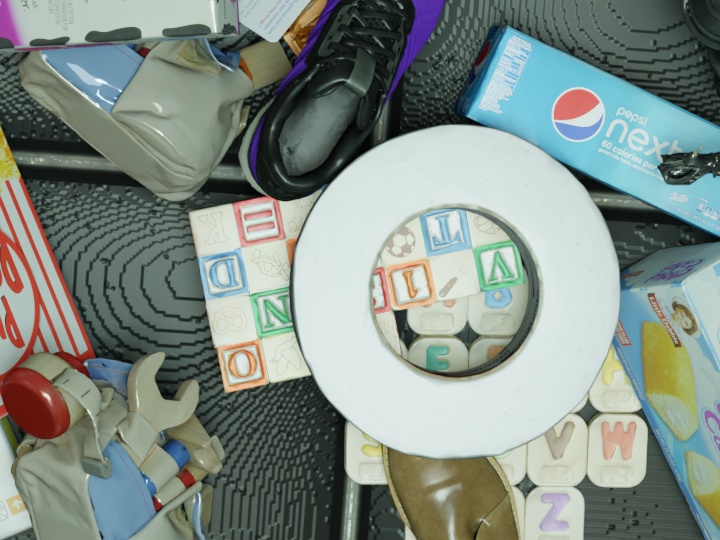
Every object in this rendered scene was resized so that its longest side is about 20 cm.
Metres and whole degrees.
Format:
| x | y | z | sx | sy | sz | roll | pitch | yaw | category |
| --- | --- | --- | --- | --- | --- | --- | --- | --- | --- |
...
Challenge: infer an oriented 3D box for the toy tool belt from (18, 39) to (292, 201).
| x | y | z | sx | sy | sz | roll | pitch | yaw | category |
| --- | --- | --- | --- | --- | --- | --- | --- | --- | --- |
| -0.146 | -0.147 | 1.532 | 0.200 | 0.125 | 0.123 | 39 | 67 | -8 | toy tool belt |

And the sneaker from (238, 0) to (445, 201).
| x | y | z | sx | sy | sz | roll | pitch | yaw | category |
| --- | --- | --- | --- | --- | --- | --- | --- | --- | --- |
| 0.000 | -0.125 | 1.482 | 0.069 | 0.100 | 0.201 | 29 | 93 | -9 | sneaker |

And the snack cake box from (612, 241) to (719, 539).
| x | y | z | sx | sy | sz | roll | pitch | yaw | category |
| --- | --- | --- | --- | --- | --- | --- | --- | --- | --- |
| 0.237 | 0.084 | 1.572 | 0.067 | 0.115 | 0.201 | -29 | 99 | -22 | snack cake box |

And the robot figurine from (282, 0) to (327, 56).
| x | y | z | sx | sy | sz | roll | pitch | yaw | category |
| --- | --- | --- | --- | --- | --- | --- | --- | --- | --- |
| 0.016 | -0.223 | 1.549 | 0.200 | 0.058 | 0.145 | -38 | 101 | 2 | robot figurine |

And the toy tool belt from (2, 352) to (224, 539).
| x | y | z | sx | sy | sz | roll | pitch | yaw | category |
| --- | --- | --- | --- | --- | --- | --- | --- | --- | --- |
| -0.147 | 0.110 | 1.530 | 0.124 | 0.123 | 0.201 | 13 | 131 | 33 | toy tool belt |

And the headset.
| x | y | z | sx | sy | sz | roll | pitch | yaw | category |
| --- | --- | --- | --- | --- | --- | --- | --- | --- | --- |
| 0.224 | -0.143 | 1.525 | 0.093 | 0.124 | 0.201 | -10 | 57 | 19 | headset |

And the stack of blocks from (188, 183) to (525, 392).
| x | y | z | sx | sy | sz | roll | pitch | yaw | category |
| --- | --- | --- | --- | --- | --- | --- | --- | --- | --- |
| 0.000 | 0.000 | 1.571 | 0.199 | 0.059 | 0.116 | -12 | 91 | -2 | stack of blocks |

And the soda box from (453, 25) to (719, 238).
| x | y | z | sx | sy | sz | roll | pitch | yaw | category |
| --- | --- | --- | --- | --- | --- | --- | --- | --- | --- |
| 0.162 | -0.085 | 1.574 | 0.199 | 0.068 | 0.064 | 25 | 93 | -7 | soda box |

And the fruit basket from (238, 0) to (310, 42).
| x | y | z | sx | sy | sz | roll | pitch | yaw | category |
| --- | --- | --- | --- | --- | --- | --- | --- | --- | --- |
| -0.078 | -0.247 | 1.491 | 0.199 | 0.094 | 0.186 | 34 | 69 | 8 | fruit basket |

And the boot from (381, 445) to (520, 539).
| x | y | z | sx | sy | sz | roll | pitch | yaw | category |
| --- | --- | --- | --- | --- | --- | --- | --- | --- | --- |
| 0.072 | 0.179 | 1.592 | 0.073 | 0.075 | 0.201 | -23 | 103 | 6 | boot |

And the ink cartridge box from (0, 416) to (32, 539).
| x | y | z | sx | sy | sz | roll | pitch | yaw | category |
| --- | --- | --- | --- | --- | --- | --- | --- | --- | --- |
| -0.327 | 0.104 | 1.579 | 0.197 | 0.047 | 0.201 | -22 | 96 | 0 | ink cartridge box |

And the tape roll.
| x | y | z | sx | sy | sz | roll | pitch | yaw | category |
| --- | --- | --- | --- | --- | --- | --- | --- | --- | --- |
| 0.056 | 0.013 | 1.511 | 0.199 | 0.066 | 0.202 | 0 | 90 | -2 | tape roll |

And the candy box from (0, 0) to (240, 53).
| x | y | z | sx | sy | sz | roll | pitch | yaw | category |
| --- | --- | --- | --- | --- | --- | --- | --- | --- | --- |
| -0.173 | -0.194 | 1.413 | 0.199 | 0.061 | 0.137 | -2 | 93 | 12 | candy box |

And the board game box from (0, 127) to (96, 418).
| x | y | z | sx | sy | sz | roll | pitch | yaw | category |
| --- | --- | --- | --- | --- | --- | --- | --- | --- | --- |
| -0.260 | -0.002 | 1.521 | 0.046 | 0.151 | 0.201 | -13 | 103 | 43 | board game box |

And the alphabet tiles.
| x | y | z | sx | sy | sz | roll | pitch | yaw | category |
| --- | --- | --- | --- | --- | --- | --- | --- | --- | --- |
| 0.089 | 0.092 | 1.620 | 0.198 | 0.015 | 0.197 | 1 | 97 | -4 | alphabet tiles |
